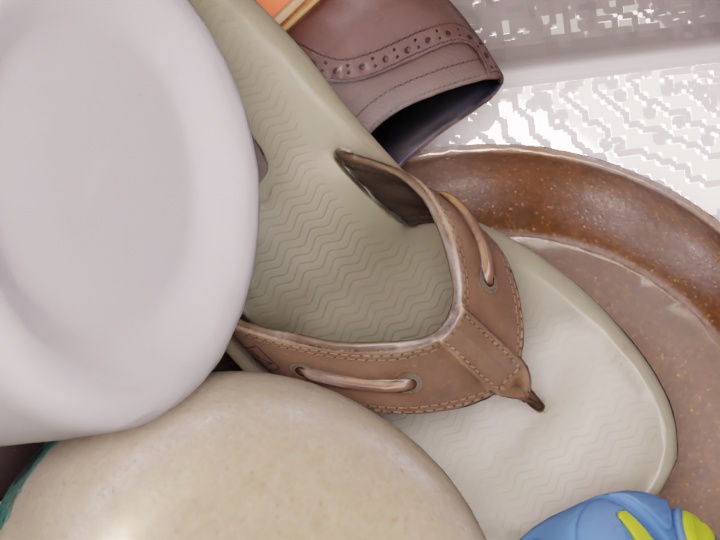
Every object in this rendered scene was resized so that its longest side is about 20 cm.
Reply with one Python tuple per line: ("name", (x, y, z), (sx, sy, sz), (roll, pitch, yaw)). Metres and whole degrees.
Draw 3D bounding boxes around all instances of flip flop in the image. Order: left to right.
("flip flop", (0.000, 0.000, 0.747), (0.081, 0.058, 0.200), (-44, 104, -4))

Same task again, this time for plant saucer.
("plant saucer", (0.035, 0.066, 0.814), (0.199, 0.034, 0.201), (-2, 77, 7))

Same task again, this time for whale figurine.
("whale figurine", (-0.052, 0.121, 0.714), (0.159, 0.104, 0.200), (31, 77, -17))

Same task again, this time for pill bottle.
("pill bottle", (-0.132, -0.010, 0.713), (0.199, 0.114, 0.115), (-8, 86, 37))

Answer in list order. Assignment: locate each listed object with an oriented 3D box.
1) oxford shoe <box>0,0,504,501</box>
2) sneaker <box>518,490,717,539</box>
("oxford shoe", (-0.044, -0.004, 0.790), (0.072, 0.071, 0.200), (39, 84, 15))
("sneaker", (0.086, 0.154, 0.732), (0.083, 0.071, 0.200), (-34, 77, 38))
